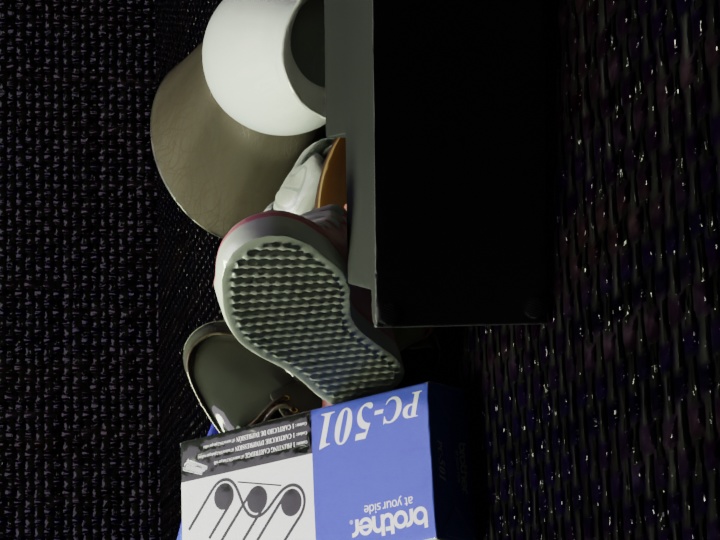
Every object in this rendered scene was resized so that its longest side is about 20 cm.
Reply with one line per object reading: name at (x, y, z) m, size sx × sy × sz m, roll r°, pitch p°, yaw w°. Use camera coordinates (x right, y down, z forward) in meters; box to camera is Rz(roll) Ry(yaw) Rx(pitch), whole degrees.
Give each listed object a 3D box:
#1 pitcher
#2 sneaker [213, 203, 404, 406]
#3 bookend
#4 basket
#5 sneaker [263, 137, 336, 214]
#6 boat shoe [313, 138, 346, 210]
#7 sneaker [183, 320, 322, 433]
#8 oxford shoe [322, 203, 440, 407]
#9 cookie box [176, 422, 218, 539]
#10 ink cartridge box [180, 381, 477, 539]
pitcher at (-0.036, -0.187, 1.492) m, size 0.200 × 0.121 × 0.173 m, roll 1°, pitch 70°, yaw 69°
sneaker at (-0.039, -0.003, 1.178) m, size 0.200 × 0.075 × 0.105 m, roll 51°, pitch -162°, yaw -56°
bookend at (0.035, -0.075, 1.110) m, size 0.199 × 0.091 × 0.202 m, roll -171°, pitch 80°, yaw -81°
basket at (-0.093, -0.137, 1.711) m, size 0.200 × 0.135 × 0.181 m, roll 132°, pitch 119°, yaw -68°
sneaker at (-0.022, -0.057, 1.455) m, size 0.081 × 0.075 × 0.200 m, roll -63°, pitch 0°, yaw 14°
boat shoe at (0.000, 0.000, 1.354) m, size 0.070 × 0.070 × 0.202 m, roll -168°, pitch 78°, yaw -78°
sneaker at (-0.051, 0.107, 1.334) m, size 0.075 × 0.200 × 0.106 m, roll -48°, pitch -12°, yaw 8°
oxford shoe at (0.028, 0.023, 1.279) m, size 0.075 × 0.070 × 0.202 m, roll 9°, pitch 97°, yaw 51°
cookie box at (-0.065, 0.103, 1.511) m, size 0.171 × 0.075 × 0.201 m, roll 111°, pitch 180°, yaw -62°
ink cartridge box at (-0.023, 0.134, 1.229) m, size 0.199 × 0.044 × 0.095 m, roll -16°, pitch 68°, yaw 35°
